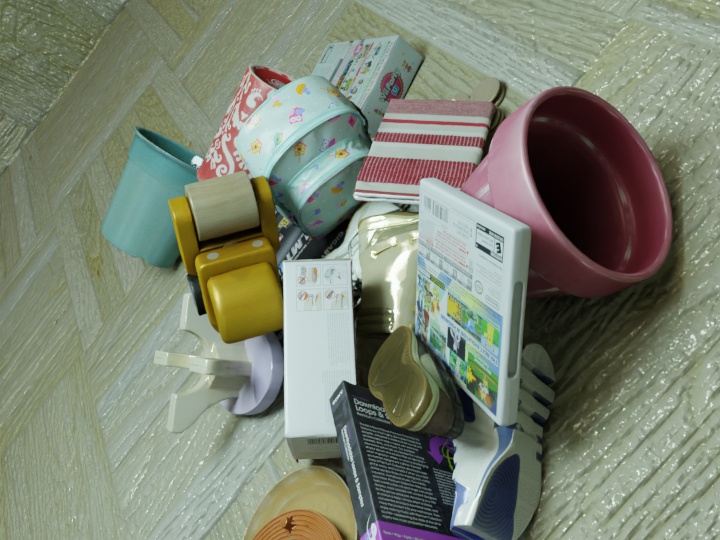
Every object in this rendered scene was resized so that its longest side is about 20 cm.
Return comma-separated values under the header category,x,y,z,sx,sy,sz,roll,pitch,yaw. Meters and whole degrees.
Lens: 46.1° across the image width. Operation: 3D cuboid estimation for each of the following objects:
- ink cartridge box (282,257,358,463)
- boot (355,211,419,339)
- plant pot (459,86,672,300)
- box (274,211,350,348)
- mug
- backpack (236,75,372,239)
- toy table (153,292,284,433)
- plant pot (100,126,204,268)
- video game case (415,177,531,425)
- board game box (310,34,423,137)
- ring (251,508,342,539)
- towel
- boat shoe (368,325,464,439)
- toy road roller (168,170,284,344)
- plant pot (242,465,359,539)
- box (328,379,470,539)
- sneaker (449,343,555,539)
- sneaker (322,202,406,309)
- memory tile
category,x,y,z,sx,sy,sz,roll,pitch,yaw
ink cartridge box,-0.046,0.112,0.997,0.082,0.176,0.203,-2,68,-2
boot,0.084,0.007,1.004,0.197,0.073,0.158,-4,71,23
plant pot,0.181,-0.054,0.856,0.179,0.198,0.203,-33,38,52
box,-0.095,-0.013,1.251,0.201,0.049,0.199,-52,35,6
mug,-0.150,-0.209,1.373,0.134,0.175,0.202,-81,17,-64
backpack,-0.062,-0.151,1.126,0.175,0.200,0.154,-36,59,2
toy table,-0.200,0.132,1.165,0.199,0.116,0.187,-22,63,53
plant pot,-0.365,-0.125,1.540,0.198,0.199,0.200,-59,35,7
video game case,0.101,0.021,0.817,0.200,0.022,0.185,-138,46,-63
board game box,-0.011,-0.293,1.356,0.199,0.064,0.149,16,76,54
ring,-0.090,0.361,0.931,0.199,0.019,0.203,-30,44,33
towel,0.082,-0.148,1.053,0.142,0.023,0.201,5,46,18
boat shoe,0.055,0.116,0.845,0.074,0.064,0.200,-52,14,11
toy road roller,-0.151,-0.005,1.042,0.121,0.202,0.146,-16,38,-14
plant pot,-0.069,0.327,0.972,0.199,0.027,0.202,-30,43,33
box,0.049,0.207,0.827,0.036,0.142,0.201,-50,34,28
sneaker,0.119,0.171,0.841,0.114,0.080,0.201,-14,46,47
sneaker,0.000,0.000,1.106,0.087,0.075,0.202,24,84,49
memory tile,0.112,-0.170,1.157,0.199,0.017,0.155,-25,46,36
